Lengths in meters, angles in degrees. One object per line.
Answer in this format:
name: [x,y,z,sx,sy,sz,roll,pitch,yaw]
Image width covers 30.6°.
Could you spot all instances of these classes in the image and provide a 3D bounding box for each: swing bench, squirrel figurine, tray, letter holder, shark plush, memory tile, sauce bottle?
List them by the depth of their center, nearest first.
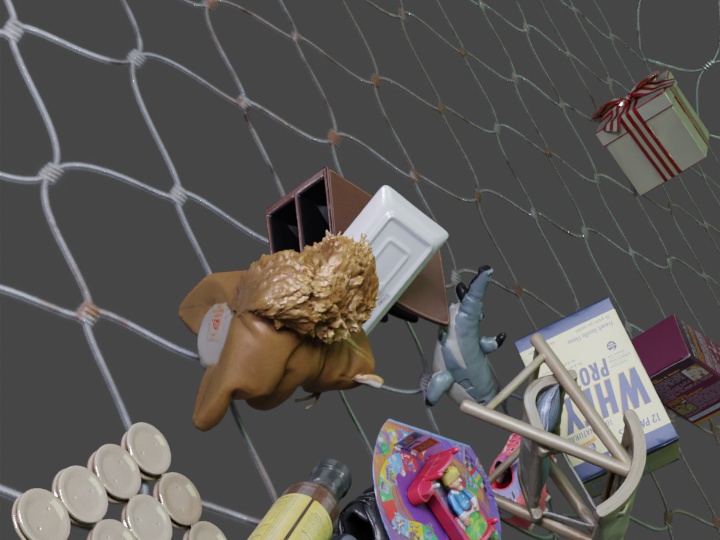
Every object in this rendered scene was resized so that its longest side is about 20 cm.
memory tile: [-0.189,0.218,1.069,0.154,0.017,0.200,57,27,2]
sauce bottle: [-0.056,0.236,1.203,0.065,0.065,0.200,54,27,-4]
squirrel figurine: [-0.050,0.059,1.256,0.186,0.200,0.142,15,40,-34]
tray: [0.002,0.016,1.397,0.107,0.200,0.022,35,8,-34]
swing bench: [0.218,0.214,1.426,0.200,0.199,0.130,38,63,25]
letter holder: [0.000,0.000,1.507,0.200,0.100,0.143,29,40,-40]
shark plush: [0.134,0.077,1.564,0.083,0.201,0.091,11,21,6]

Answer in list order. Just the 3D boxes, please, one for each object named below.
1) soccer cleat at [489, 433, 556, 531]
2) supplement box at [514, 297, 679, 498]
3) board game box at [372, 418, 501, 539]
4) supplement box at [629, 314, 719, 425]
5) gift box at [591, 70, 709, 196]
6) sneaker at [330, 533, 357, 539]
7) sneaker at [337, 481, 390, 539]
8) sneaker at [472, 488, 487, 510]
soccer cleat: [0.195,0.234,1.606,0.076,0.067,0.200,34,31,-9]
supplement box: [0.309,0.170,1.702,0.201,0.134,0.200,66,6,19]
board game box: [0.093,0.229,1.314,0.200,0.039,0.159,24,49,-42]
supplement box: [0.531,0.165,2.149,0.200,0.110,0.086,30,37,-39]
gift box: [0.587,-0.285,2.635,0.187,0.184,0.200,53,22,-9]
sneaker: [0.035,0.327,1.187,0.074,0.087,0.201,-27,98,-60]
sneaker: [0.023,0.245,1.316,0.091,0.076,0.200,37,31,-20]
sneaker: [0.103,0.278,1.396,0.070,0.080,0.201,-7,68,-61]
